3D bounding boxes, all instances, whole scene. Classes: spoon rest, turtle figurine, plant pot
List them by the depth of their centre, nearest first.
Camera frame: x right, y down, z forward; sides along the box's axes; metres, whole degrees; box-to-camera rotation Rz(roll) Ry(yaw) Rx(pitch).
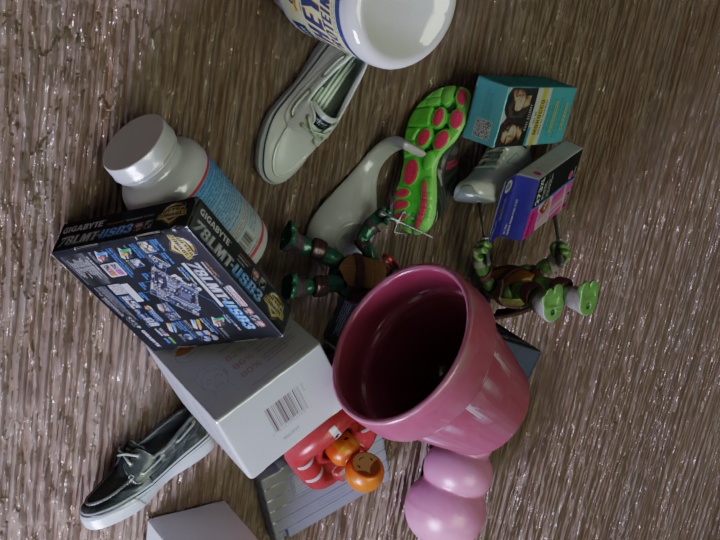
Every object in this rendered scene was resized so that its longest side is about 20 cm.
[{"bbox_3d":[0.096,0.121,1.379,0.179,0.200,0.200,38,88,-38],"label":"plant pot"},{"bbox_3d":[0.000,0.000,1.483,0.199,0.150,0.101,5,139,-22],"label":"turtle figurine"},{"bbox_3d":[0.004,-0.091,1.537,0.099,0.061,0.200,23,111,-40],"label":"spoon rest"},{"bbox_3d":[0.232,-0.017,1.643,0.144,0.194,0.201,33,89,-39],"label":"turtle figurine"}]

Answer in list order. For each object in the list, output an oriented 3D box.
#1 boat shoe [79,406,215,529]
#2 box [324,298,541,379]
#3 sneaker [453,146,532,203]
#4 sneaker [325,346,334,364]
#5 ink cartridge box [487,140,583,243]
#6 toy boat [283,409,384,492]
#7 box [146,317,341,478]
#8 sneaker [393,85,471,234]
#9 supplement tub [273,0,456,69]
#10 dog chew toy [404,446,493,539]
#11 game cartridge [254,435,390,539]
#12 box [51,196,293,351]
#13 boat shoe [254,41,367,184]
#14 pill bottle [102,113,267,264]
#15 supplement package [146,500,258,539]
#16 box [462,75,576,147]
[{"bbox_3d":[-0.275,0.240,1.497,0.200,0.072,0.071,-38,121,-27],"label":"boat shoe"},{"bbox_3d":[0.095,0.102,1.599,0.199,0.196,0.125,18,102,-41],"label":"box"},{"bbox_3d":[0.179,-0.134,1.605,0.200,0.070,0.081,-24,116,-59],"label":"sneaker"},{"bbox_3d":[-0.101,0.163,1.566,0.199,0.081,0.075,-10,121,-32],"label":"sneaker"},{"bbox_3d":[0.237,-0.103,1.608,0.200,0.037,0.095,-31,142,-50],"label":"ink cartridge box"},{"bbox_3d":[-0.021,0.235,1.556,0.130,0.131,0.200,-43,152,-11],"label":"toy boat"},{"bbox_3d":[-0.137,0.124,1.439,0.152,0.200,0.107,-36,128,-15],"label":"box"},{"bbox_3d":[0.095,-0.147,1.569,0.084,0.076,0.201,-4,115,-69],"label":"sneaker"},{"bbox_3d":[-0.004,-0.314,1.311,0.144,0.200,0.146,-16,121,-29],"label":"supplement tub"},{"bbox_3d":[0.143,0.313,1.799,0.124,0.124,0.201,13,97,-39],"label":"dog chew toy"},{"bbox_3d":[-0.053,0.289,1.698,0.199,0.038,0.130,-25,122,-23],"label":"game cartridge"},{"bbox_3d":[-0.209,0.011,1.342,0.200,0.197,0.050,51,41,-39],"label":"box"},{"bbox_3d":[-0.059,-0.189,1.424,0.073,0.067,0.201,20,100,-40],"label":"boat shoe"},{"bbox_3d":[-0.198,-0.079,1.352,0.109,0.109,0.200,-45,131,-8],"label":"pill bottle"},{"bbox_3d":[-0.213,0.433,1.596,0.119,0.121,0.201,-8,118,-33],"label":"supplement package"},{"bbox_3d":[0.213,-0.211,1.581,0.200,0.049,0.083,-12,122,-54],"label":"box"}]
